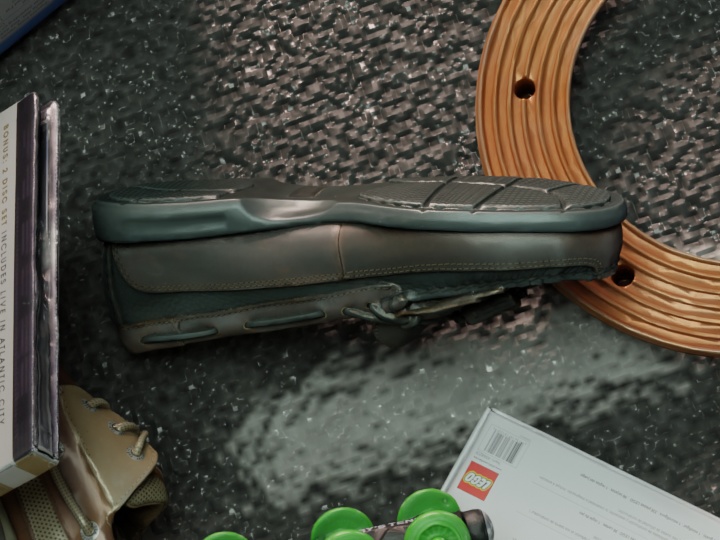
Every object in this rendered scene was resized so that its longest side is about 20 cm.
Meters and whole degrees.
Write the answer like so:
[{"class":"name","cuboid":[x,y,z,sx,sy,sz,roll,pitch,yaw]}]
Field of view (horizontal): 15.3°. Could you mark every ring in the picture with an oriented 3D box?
[{"class":"ring","cuboid":[0.142,-0.062,0.979,0.199,0.019,0.201,-3,70,9]}]

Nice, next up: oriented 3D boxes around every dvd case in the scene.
[{"class":"dvd case","cuboid":[-0.178,0.042,0.939,0.200,0.016,0.149,-30,47,30]}]

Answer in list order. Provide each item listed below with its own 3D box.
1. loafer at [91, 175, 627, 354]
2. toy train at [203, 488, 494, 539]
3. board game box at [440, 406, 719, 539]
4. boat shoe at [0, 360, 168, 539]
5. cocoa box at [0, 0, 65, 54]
[{"class":"loafer","cuboid":[0.000,0.000,0.961,0.199,0.072,0.063,1,102,21]},{"class":"toy train","cuboid":[-0.051,0.119,0.887,0.199,0.042,0.057,-12,101,-1]},{"class":"board game box","cuboid":[0.102,0.145,0.903,0.199,0.035,0.127,26,76,18]},{"class":"boat shoe","cuboid":[-0.103,0.079,0.951,0.071,0.076,0.201,-14,78,2]},{"class":"cocoa box","cuboid":[-0.188,-0.191,1.028,0.133,0.131,0.200,-40,68,-5]}]
